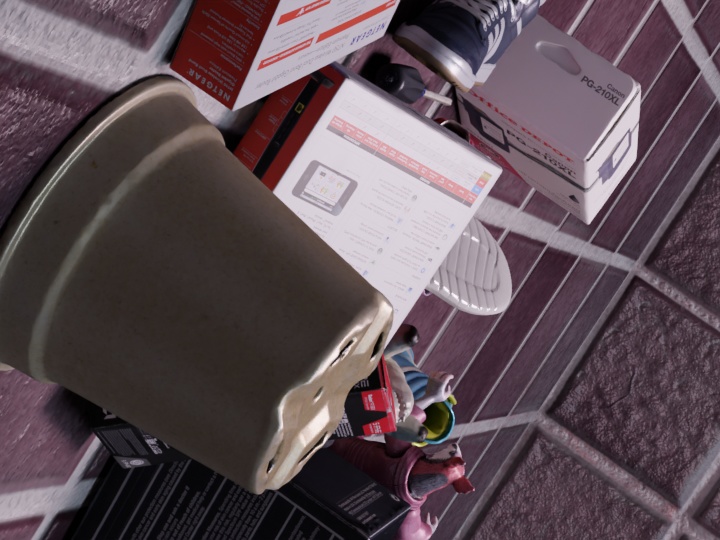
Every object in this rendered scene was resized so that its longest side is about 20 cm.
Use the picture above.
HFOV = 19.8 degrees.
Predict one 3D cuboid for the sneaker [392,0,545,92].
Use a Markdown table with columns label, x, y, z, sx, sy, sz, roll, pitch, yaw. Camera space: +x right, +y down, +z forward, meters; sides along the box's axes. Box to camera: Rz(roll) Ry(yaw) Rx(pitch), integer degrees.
| label | x | y | z | sx | sy | sz | roll | pitch | yaw |
| --- | --- | --- | --- | --- | --- | --- | --- | --- | --- |
| sneaker | 0.088 | -0.195 | 1.532 | 0.109 | 0.070 | 0.200 | -53 | 175 | 11 |

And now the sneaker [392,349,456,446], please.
| label | x | y | z | sx | sy | sz | roll | pitch | yaw |
| --- | --- | --- | --- | --- | --- | --- | --- | --- | --- |
| sneaker | 0.043 | 0.120 | 2.011 | 0.080 | 0.130 | 0.200 | -59 | 167 | 11 |

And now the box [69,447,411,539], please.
| label | x | y | z | sx | sy | sz | roll | pitch | yaw |
| --- | --- | --- | --- | --- | --- | --- | --- | --- | --- |
| box | -0.101 | 0.213 | 1.563 | 0.201 | 0.198 | 0.123 | -59 | 169 | 14 |

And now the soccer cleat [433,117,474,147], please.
| label | x | y | z | sx | sy | sz | roll | pitch | yaw |
| --- | --- | --- | --- | --- | --- | --- | --- | --- | --- |
| soccer cleat | 0.061 | -0.089 | 1.598 | 0.200 | 0.068 | 0.074 | -92 | -153 | -72 |

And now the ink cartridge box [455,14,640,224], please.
| label | x | y | z | sx | sy | sz | roll | pitch | yaw |
| --- | --- | --- | --- | --- | --- | --- | --- | --- | --- |
| ink cartridge box | 0.162 | -0.135 | 1.779 | 0.085 | 0.144 | 0.200 | -53 | 167 | -7 |

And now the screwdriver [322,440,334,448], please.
| label | x | y | z | sx | sy | sz | roll | pitch | yaw |
| --- | --- | --- | --- | --- | --- | --- | --- | --- | --- |
| screwdriver | -0.092 | 0.102 | 1.497 | 0.028 | 0.029 | 0.199 | -29 | 150 | 36 |

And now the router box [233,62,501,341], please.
| label | x | y | z | sx | sy | sz | roll | pitch | yaw |
| --- | --- | --- | --- | --- | --- | --- | --- | --- | --- |
| router box | -0.017 | -0.035 | 1.400 | 0.180 | 0.049 | 0.199 | -56 | 143 | 7 |

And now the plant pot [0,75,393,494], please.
| label | x | y | z | sx | sy | sz | roll | pitch | yaw |
| --- | --- | --- | --- | --- | --- | --- | --- | --- | --- |
| plant pot | -0.088 | 0.022 | 1.179 | 0.201 | 0.183 | 0.201 | -51 | 166 | -18 |

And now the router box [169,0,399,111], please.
| label | x | y | z | sx | sy | sz | roll | pitch | yaw |
| --- | --- | --- | --- | --- | --- | --- | --- | --- | --- |
| router box | -0.013 | -0.201 | 1.203 | 0.200 | 0.049 | 0.180 | -35 | 155 | -58 |

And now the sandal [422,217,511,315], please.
| label | x | y | z | sx | sy | sz | roll | pitch | yaw |
| --- | --- | --- | --- | --- | --- | --- | --- | --- | --- |
| sandal | 0.044 | -0.015 | 1.624 | 0.202 | 0.050 | 0.083 | 21 | 64 | -44 |

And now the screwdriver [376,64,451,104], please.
| label | x | y | z | sx | sy | sz | roll | pitch | yaw |
| --- | --- | --- | --- | --- | --- | --- | --- | --- | --- |
| screwdriver | 0.051 | -0.140 | 1.591 | 0.029 | 0.028 | 0.200 | -25 | 173 | 18 |

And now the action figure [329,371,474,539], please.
| label | x | y | z | sx | sy | sz | roll | pitch | yaw |
| --- | --- | --- | --- | --- | --- | --- | --- | --- | --- |
| action figure | 0.002 | 0.155 | 1.630 | 0.148 | 0.199 | 0.135 | -6 | 89 | -46 |

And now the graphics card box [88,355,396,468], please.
| label | x | y | z | sx | sy | sz | roll | pitch | yaw |
| --- | --- | --- | --- | --- | --- | --- | --- | --- | --- |
| graphics card box | -0.078 | 0.087 | 1.398 | 0.126 | 0.198 | 0.051 | 75 | 6 | -73 |

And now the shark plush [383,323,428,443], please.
| label | x | y | z | sx | sy | sz | roll | pitch | yaw |
| --- | --- | --- | --- | --- | --- | --- | --- | --- | --- |
| shark plush | -0.034 | 0.072 | 1.542 | 0.083 | 0.199 | 0.092 | -23 | 127 | -42 |
